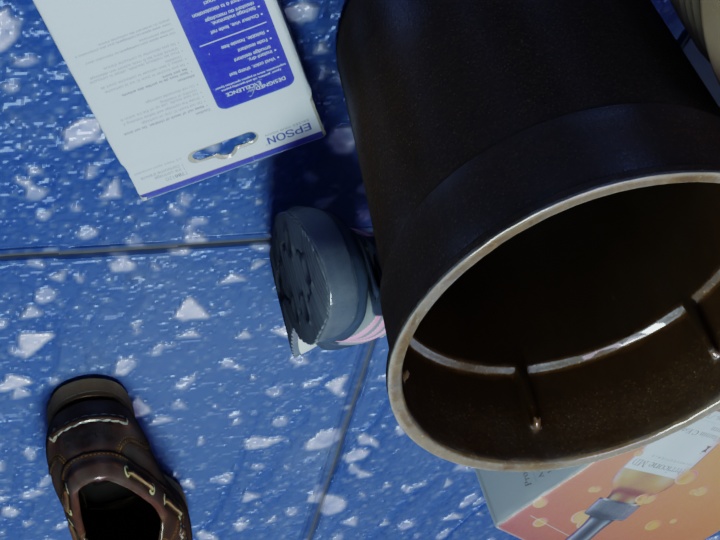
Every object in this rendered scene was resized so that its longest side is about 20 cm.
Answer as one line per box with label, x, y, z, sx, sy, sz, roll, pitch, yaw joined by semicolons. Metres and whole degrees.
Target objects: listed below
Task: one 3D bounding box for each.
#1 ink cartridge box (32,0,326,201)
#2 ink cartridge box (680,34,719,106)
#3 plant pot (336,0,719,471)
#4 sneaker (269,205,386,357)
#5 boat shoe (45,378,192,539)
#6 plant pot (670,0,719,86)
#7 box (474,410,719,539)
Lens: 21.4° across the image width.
ink cartridge box;-0.087;-0.118;0.845;0.099;0.039;0.201;-19;142;1
ink cartridge box;0.268;-0.059;0.977;0.198;0.145;0.084;2;137;-25
plant pot;0.083;-0.046;0.872;0.199;0.199;0.201;-11;142;-9
sneaker;0.000;0.000;0.957;0.081;0.071;0.200;-13;177;-6
boat shoe;-0.141;0.145;1.127;0.070;0.071;0.201;-19;144;0
plant pot;0.187;-0.165;0.823;0.200;0.092;0.202;-27;129;-39
box;0.182;0.082;1.151;0.200;0.107;0.152;-37;139;23
